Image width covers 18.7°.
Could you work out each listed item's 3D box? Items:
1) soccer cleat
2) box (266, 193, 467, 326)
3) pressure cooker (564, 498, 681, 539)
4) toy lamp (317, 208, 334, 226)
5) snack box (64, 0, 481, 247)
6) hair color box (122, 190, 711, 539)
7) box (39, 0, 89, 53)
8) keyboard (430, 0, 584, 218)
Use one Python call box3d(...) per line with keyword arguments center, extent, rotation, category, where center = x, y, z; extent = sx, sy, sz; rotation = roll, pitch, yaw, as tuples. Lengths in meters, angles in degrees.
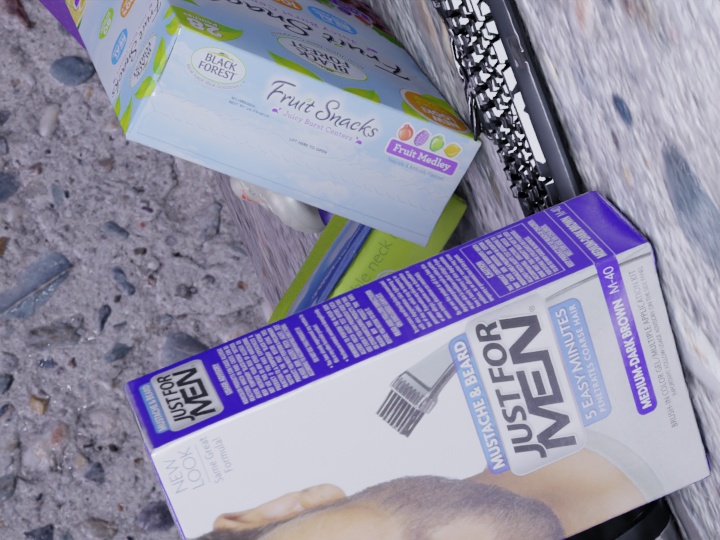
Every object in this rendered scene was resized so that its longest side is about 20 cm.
box3d(center=(-0.055, -0.064, 1.510), extent=(0.069, 0.077, 0.200), rotation=(60, -170, -18), category="soccer cleat")
box3d(center=(0.000, 0.000, 1.229), extent=(0.048, 0.122, 0.200), rotation=(32, 179, -7), category="box")
box3d(center=(0.071, 0.167, 0.963), extent=(0.176, 0.178, 0.201), rotation=(-14, 99, 64), category="pressure cooker")
box3d(center=(-0.011, -0.011, 1.422), extent=(0.200, 0.058, 0.058), rotation=(111, 139, -55), category="toy lamp")
box3d(center=(-0.050, -0.104, 1.104), extent=(0.068, 0.168, 0.200), rotation=(-61, 28, 18), category="snack box")
box3d(center=(0.023, 0.061, 0.831), extent=(0.065, 0.199, 0.110), rotation=(-122, 12, -63), category="hair color box")
box3d(center=(-0.116, -0.184, 1.214), extent=(0.200, 0.137, 0.039), rotation=(47, 156, -29), category="box")
box3d(center=(0.050, -0.092, 0.914), extent=(0.127, 0.021, 0.201), rotation=(-144, 33, -79), category="keyboard")
